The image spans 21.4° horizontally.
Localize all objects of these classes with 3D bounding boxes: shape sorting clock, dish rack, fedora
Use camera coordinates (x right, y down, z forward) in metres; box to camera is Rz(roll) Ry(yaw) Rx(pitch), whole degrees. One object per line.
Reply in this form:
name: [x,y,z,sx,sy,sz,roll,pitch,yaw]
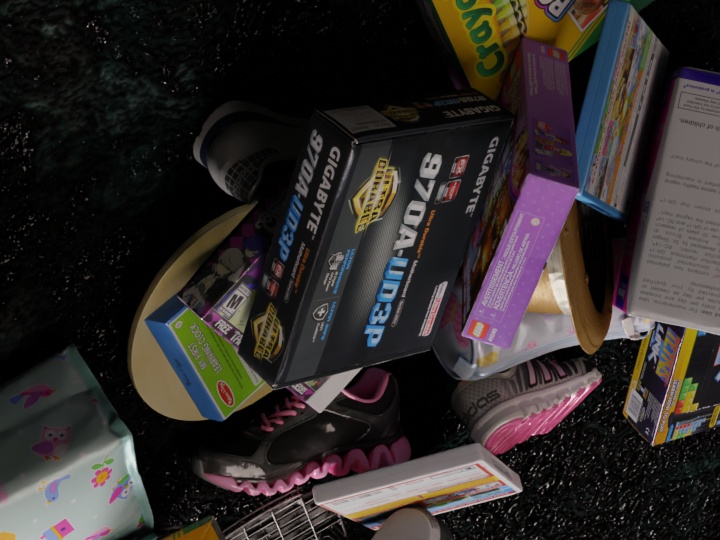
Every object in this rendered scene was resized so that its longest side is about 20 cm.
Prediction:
shape sorting clock: [-0.093,0.030,1.456,0.199,0.039,0.201,-29,138,-29]
dish rack: [-0.072,0.267,1.657,0.153,0.055,0.201,-30,134,-13]
fedora: [0.148,-0.031,1.509,0.081,0.201,0.201,-7,139,17]

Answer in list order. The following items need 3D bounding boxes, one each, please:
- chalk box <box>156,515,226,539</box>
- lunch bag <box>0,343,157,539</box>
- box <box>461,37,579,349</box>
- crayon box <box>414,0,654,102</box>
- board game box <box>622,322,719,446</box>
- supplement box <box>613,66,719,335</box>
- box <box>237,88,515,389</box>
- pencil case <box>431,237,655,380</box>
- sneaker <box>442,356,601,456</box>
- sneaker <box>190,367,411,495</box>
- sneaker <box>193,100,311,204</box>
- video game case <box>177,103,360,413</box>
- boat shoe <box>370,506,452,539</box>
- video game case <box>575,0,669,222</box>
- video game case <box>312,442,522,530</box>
chalk box: [-0.174,0.289,1.512,0.124,0.125,0.200,-24,174,-30]
lunch bag: [-0.246,0.180,1.415,0.170,0.122,0.201,-27,144,-18]
box: [0.110,-0.058,1.345,0.039,0.200,0.137,16,122,-7]
crayon box: [0.119,-0.233,1.379,0.172,0.058,0.200,-37,138,-5]
board game box: [0.343,0.056,1.775,0.164,0.057,0.201,-12,130,-26]
supplement box: [0.276,-0.054,1.527,0.103,0.101,0.201,11,93,-1]
box: [0.010,-0.023,1.308,0.158,0.046,0.201,-11,130,-44]
pencil case: [0.154,0.033,1.598,0.199,0.091,0.083,-12,170,-26]
sneaker: [0.139,0.096,1.653,0.199,0.088,0.074,-17,152,-54]
sneaker: [-0.049,0.125,1.555,0.199,0.079,0.096,-9,108,-32]
sneaker: [-0.025,-0.070,1.396,0.199,0.081,0.077,0,122,-37]
video game case: [-0.018,-0.003,1.372,0.181,0.036,0.200,-47,146,-2]
boat shoe: [0.006,0.288,1.640,0.200,0.069,0.057,-48,147,10]
video game case: [0.198,-0.117,1.453,0.200,0.018,0.144,13,91,-72]
video game case: [0.052,0.184,1.604,0.142,0.018,0.200,-16,163,10]
